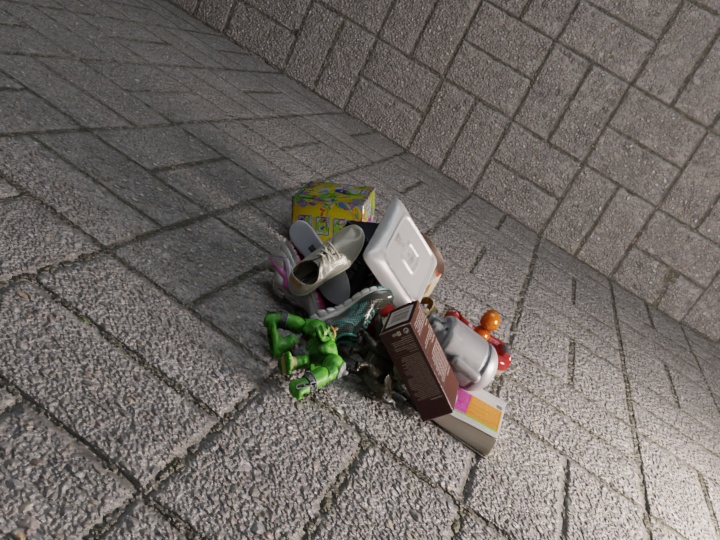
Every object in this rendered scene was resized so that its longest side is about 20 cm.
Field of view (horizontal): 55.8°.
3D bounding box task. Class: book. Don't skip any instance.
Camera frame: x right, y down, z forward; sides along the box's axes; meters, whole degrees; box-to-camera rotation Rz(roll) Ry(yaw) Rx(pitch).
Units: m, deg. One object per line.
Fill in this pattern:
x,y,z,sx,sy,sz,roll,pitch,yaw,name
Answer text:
0.229,0.289,1.411,0.132,0.049,0.200,30,20,11,book

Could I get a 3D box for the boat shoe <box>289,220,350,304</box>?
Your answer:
-0.087,-0.017,1.464,0.202,0.069,0.066,53,2,1,boat shoe

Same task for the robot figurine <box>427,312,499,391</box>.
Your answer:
0.208,0.175,1.426,0.198,0.114,0.170,36,17,-14,robot figurine

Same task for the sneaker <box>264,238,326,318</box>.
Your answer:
-0.139,0.039,1.449,0.203,0.087,0.081,60,2,20,sneaker

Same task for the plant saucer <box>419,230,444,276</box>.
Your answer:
0.146,-0.041,1.895,0.198,0.202,0.032,36,60,16,plant saucer

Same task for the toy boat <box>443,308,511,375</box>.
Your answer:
0.297,0.154,1.679,0.197,0.133,0.131,29,20,-1,toy boat

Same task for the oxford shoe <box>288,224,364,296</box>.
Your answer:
-0.067,-0.025,1.394,0.075,0.199,0.058,45,-17,17,oxford shoe

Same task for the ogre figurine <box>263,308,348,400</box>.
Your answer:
-0.100,0.144,1.243,0.117,0.101,0.199,-4,19,-26,ogre figurine

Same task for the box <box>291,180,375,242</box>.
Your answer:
-0.068,-0.150,1.803,0.187,0.125,0.200,6,19,9,box

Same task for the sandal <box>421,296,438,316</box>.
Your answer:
0.158,0.101,1.697,0.078,0.070,0.209,45,25,29,sandal

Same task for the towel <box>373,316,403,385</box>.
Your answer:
0.113,0.171,1.457,0.197,0.036,0.152,9,56,-47,towel

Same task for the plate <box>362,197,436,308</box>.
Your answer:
0.098,-0.026,1.469,0.202,0.032,0.201,54,45,-27,plate

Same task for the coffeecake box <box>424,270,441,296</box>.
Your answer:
0.095,0.002,1.810,0.198,0.074,0.153,36,30,15,coffeecake box

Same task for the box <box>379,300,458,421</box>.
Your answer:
0.116,0.173,1.310,0.203,0.074,0.100,62,23,-13,box

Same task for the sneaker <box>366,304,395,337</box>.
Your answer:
0.042,0.126,1.484,0.115,0.079,0.199,43,34,16,sneaker

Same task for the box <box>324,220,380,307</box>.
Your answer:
0.000,0.000,1.530,0.146,0.202,0.104,1,37,-52,box

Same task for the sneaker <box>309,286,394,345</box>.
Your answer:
-0.011,0.106,1.374,0.092,0.197,0.078,59,-12,24,sneaker

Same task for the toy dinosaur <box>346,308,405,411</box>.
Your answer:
0.030,0.175,1.319,0.100,0.077,0.203,24,46,-20,toy dinosaur
